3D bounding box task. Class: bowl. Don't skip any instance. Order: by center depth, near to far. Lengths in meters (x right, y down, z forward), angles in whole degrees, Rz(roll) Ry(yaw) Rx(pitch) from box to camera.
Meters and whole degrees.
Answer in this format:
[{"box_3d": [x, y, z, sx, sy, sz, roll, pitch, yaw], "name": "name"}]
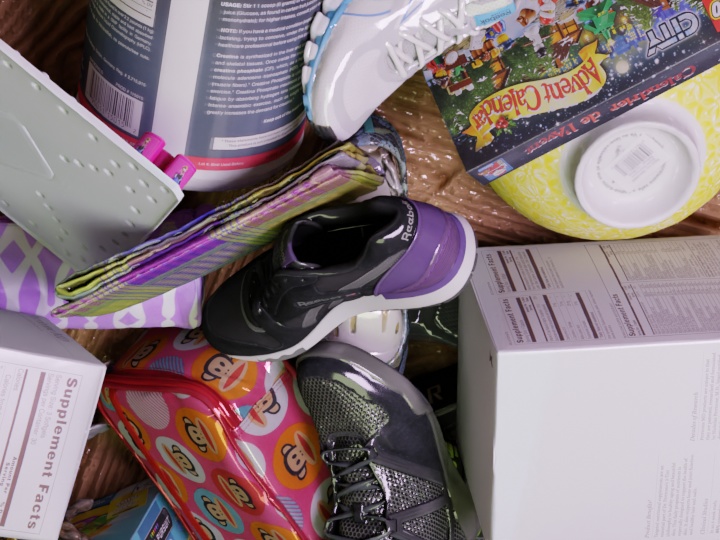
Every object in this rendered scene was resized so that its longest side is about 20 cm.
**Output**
[{"box_3d": [0.166, -0.089, 1.263, 0.199, 0.108, 0.201, -4, 126, -5], "name": "bowl"}]

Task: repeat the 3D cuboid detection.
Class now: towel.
[{"box_3d": [-0.080, -0.023, 1.189, 0.199, 0.144, 0.023, -26, 86, 9], "name": "towel"}]

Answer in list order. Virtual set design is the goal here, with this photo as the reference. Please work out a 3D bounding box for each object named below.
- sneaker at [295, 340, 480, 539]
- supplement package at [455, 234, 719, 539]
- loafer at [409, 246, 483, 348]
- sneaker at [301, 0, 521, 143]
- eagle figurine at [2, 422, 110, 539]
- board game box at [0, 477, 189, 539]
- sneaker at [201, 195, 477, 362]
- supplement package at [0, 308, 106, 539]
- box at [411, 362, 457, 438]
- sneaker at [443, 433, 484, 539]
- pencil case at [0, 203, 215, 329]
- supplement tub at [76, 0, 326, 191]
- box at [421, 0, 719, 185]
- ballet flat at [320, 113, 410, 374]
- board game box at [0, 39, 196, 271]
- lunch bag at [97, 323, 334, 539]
[{"box_3d": [0.007, 0.143, 1.284, 0.076, 0.114, 0.200, -3, 129, 33], "name": "sneaker"}, {"box_3d": [0.171, 0.077, 1.286, 0.199, 0.151, 0.152, -3, 116, -5], "name": "supplement package"}, {"box_3d": [0.039, 0.018, 1.366, 0.199, 0.063, 0.072, -2, 97, -10], "name": "loafer"}, {"box_3d": [0.042, -0.153, 1.146, 0.200, 0.086, 0.075, -57, 152, -13], "name": "sneaker"}, {"box_3d": [-0.265, 0.113, 1.341, 0.152, 0.151, 0.200, -36, 110, -3], "name": "eagle figurine"}, {"box_3d": [-0.206, 0.215, 1.386, 0.151, 0.200, 0.047, -24, 99, 10], "name": "board game box"}, {"box_3d": [-0.034, -0.005, 1.211, 0.200, 0.076, 0.087, -21, 151, 33], "name": "sneaker"}, {"box_3d": [-0.274, 0.079, 1.185, 0.199, 0.117, 0.118, 12, 97, -31], "name": "supplement package"}, {"box_3d": [0.074, 0.166, 1.478, 0.160, 0.044, 0.200, -24, 125, 11], "name": "box"}, {"box_3d": [0.081, 0.152, 1.397, 0.199, 0.071, 0.083, -17, 132, 9], "name": "sneaker"}, {"box_3d": [-0.196, -0.005, 1.302, 0.199, 0.084, 0.086, 1, 105, -9], "name": "pencil case"}, {"box_3d": [-0.087, -0.161, 1.159, 0.140, 0.141, 0.201, 6, 126, -11], "name": "supplement tub"}, {"box_3d": [0.129, -0.158, 1.193, 0.200, 0.137, 0.038, -27, 161, 13], "name": "box"}, {"box_3d": [0.000, 0.000, 1.287, 0.074, 0.074, 0.201, -4, 101, -4], "name": "ballet flat"}, {"box_3d": [-0.201, -0.085, 1.166, 0.200, 0.026, 0.200, 40, 155, -6], "name": "board game box"}, {"box_3d": [-0.091, 0.127, 1.372, 0.176, 0.082, 0.200, 1, 130, 50], "name": "lunch bag"}]
